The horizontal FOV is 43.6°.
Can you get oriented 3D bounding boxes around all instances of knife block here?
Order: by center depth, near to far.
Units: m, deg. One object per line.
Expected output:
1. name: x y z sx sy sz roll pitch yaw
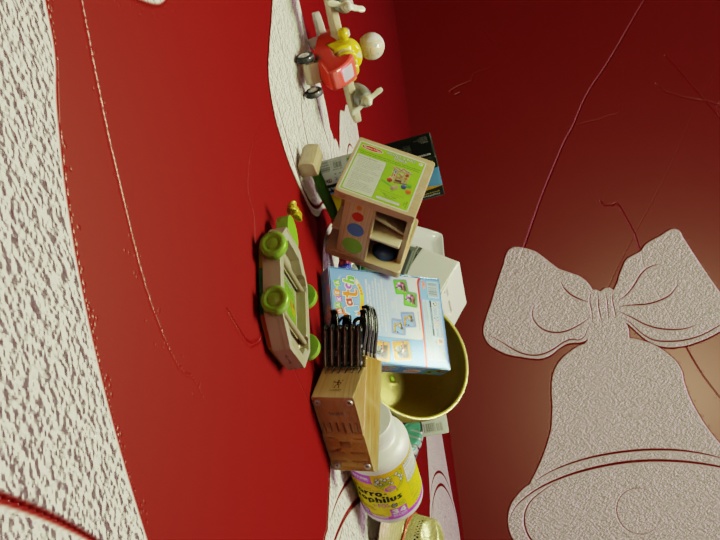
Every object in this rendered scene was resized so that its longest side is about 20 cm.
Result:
1. knife block: -0.006 0.156 1.270 0.176 0.063 0.202 -64 146 -51

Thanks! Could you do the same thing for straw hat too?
1. straw hat: 0.097 0.462 1.518 0.201 0.084 0.205 4 90 -68

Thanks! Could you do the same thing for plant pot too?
1. plant pot: 0.055 0.163 1.463 0.142 0.197 0.203 136 -45 -55

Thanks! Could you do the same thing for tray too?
1. tray: 0.076 -0.058 1.821 0.108 0.197 0.022 -90 -160 -46

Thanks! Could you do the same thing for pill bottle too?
1. pill bottle: 0.031 0.289 1.371 0.105 0.103 0.202 -89 167 -47

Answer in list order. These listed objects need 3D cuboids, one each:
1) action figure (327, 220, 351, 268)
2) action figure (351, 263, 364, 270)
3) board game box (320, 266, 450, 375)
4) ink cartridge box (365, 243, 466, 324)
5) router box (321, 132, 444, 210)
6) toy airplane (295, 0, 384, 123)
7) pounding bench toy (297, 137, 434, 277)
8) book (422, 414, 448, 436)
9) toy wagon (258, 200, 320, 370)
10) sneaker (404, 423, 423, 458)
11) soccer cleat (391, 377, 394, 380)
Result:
1. action figure: 0.000 0.000 1.497 0.065 0.097 0.203 -57 136 -79
2. action figure: 0.001 0.045 1.600 0.118 0.054 0.203 33 45 -75
3. board game box: 0.038 0.079 1.384 0.037 0.197 0.154 -39 -130 54
4. ink cartridge box: 0.090 0.021 1.687 0.085 0.198 0.145 -56 152 -23
5. router box: 0.035 -0.153 1.512 0.149 0.197 0.052 60 18 -68
6. toy airplane: -0.027 -0.369 1.513 0.200 0.139 0.202 46 35 -75
7. pounding bench toy: -0.008 -0.102 1.389 0.157 0.197 0.125 104 6 -49
8. book: 0.090 0.223 1.732 0.048 0.131 0.203 -75 155 -80
9. toy wagon: -0.087 0.013 1.077 0.156 0.039 0.203 66 17 -62
10. sneaker: 0.067 0.362 1.663 0.201 0.073 0.088 -63 157 -48
11. soccer cleat: 0.071 0.168 1.657 0.201 0.067 0.081 -58 179 -5
